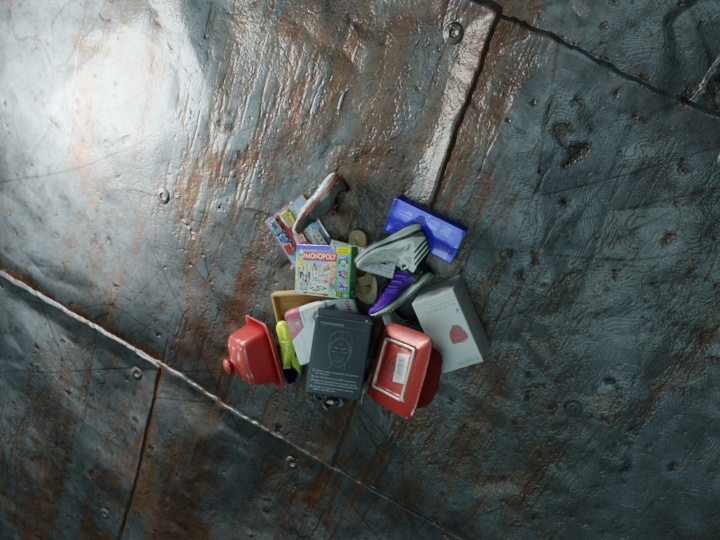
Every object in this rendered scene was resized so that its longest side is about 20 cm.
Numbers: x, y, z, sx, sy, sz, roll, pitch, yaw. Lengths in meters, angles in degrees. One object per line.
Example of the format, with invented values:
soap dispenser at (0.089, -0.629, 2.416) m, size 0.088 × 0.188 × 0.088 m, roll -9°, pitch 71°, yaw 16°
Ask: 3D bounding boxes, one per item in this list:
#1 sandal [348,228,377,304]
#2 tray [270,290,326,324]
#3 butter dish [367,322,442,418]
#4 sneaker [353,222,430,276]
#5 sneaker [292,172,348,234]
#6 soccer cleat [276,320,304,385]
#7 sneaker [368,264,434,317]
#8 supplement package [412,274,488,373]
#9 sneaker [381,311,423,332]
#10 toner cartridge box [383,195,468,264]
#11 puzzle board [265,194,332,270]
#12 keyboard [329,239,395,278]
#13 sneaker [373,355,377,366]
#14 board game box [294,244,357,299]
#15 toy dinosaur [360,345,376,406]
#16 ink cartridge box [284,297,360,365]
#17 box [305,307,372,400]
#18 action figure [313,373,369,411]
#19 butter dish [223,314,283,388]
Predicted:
sandal at (-0.005, 0.000, 1.608) m, size 0.076 × 0.070 × 0.216 m, roll -2°, pitch 107°, yaw 21°
tray at (-0.156, 0.106, 1.720) m, size 0.196 × 0.037 × 0.101 m, roll -5°, pitch 105°, yaw 21°
butter dish at (0.134, 0.254, 1.487) m, size 0.198 × 0.146 × 0.204 m, roll 13°, pitch 86°, yaw 57°
sneaker at (0.083, -0.026, 1.492) m, size 0.198 × 0.075 × 0.117 m, roll -27°, pitch 80°, yaw 16°
sneaker at (-0.105, -0.162, 1.587) m, size 0.081 × 0.077 × 0.200 m, roll 37°, pitch 112°, yaw -13°
soccer cleat at (-0.209, 0.244, 1.742) m, size 0.063 × 0.084 × 0.204 m, roll 1°, pitch 119°, yaw 20°
sneaker at (0.089, 0.038, 1.567) m, size 0.199 × 0.070 × 0.100 m, roll -37°, pitch 78°, yaw -2°
supplement package at (0.235, 0.138, 1.535) m, size 0.120 × 0.120 × 0.203 m, roll -21°, pitch 99°, yaw 24°
sneaker at (0.134, 0.160, 1.620) m, size 0.082 × 0.075 × 0.200 m, roll -44°, pitch 94°, yaw 11°
toner cartridge box at (0.166, -0.106, 1.524) m, size 0.197 × 0.043 × 0.096 m, roll 28°, pitch 116°, yaw 10°
puzzle board at (-0.162, -0.088, 1.668) m, size 0.149 × 0.017 × 0.202 m, roll -31°, pitch 95°, yaw 26°
keyboard at (0.003, -0.031, 1.571) m, size 0.197 × 0.011 × 0.057 m, roll 16°, pitch 91°, yaw 23°
sneaker at (0.117, 0.303, 1.644) m, size 0.199 × 0.105 × 0.076 m, roll 36°, pitch 113°, yaw 5°
board game box at (-0.095, 0.001, 1.596) m, size 0.197 × 0.029 × 0.138 m, roll 4°, pitch 93°, yaw 38°
toy dinosaur at (0.040, 0.261, 1.595) m, size 0.088 × 0.047 × 0.201 m, roll 45°, pitch 102°, yaw 21°
ink cartridge box at (-0.092, 0.155, 1.625) m, size 0.196 × 0.085 × 0.149 m, roll -18°, pitch 95°, yaw -2°
box at (-0.057, 0.213, 1.536) m, size 0.145 × 0.107 × 0.205 m, roll 9°, pitch 97°, yaw -4°
action figure at (-0.069, 0.336, 1.748) m, size 0.198 × 0.070 × 0.131 m, roll -32°, pitch 101°, yaw 30°
butter dish at (-0.329, 0.254, 1.736) m, size 0.198 × 0.146 × 0.204 m, roll 12°, pitch 119°, yaw 61°
